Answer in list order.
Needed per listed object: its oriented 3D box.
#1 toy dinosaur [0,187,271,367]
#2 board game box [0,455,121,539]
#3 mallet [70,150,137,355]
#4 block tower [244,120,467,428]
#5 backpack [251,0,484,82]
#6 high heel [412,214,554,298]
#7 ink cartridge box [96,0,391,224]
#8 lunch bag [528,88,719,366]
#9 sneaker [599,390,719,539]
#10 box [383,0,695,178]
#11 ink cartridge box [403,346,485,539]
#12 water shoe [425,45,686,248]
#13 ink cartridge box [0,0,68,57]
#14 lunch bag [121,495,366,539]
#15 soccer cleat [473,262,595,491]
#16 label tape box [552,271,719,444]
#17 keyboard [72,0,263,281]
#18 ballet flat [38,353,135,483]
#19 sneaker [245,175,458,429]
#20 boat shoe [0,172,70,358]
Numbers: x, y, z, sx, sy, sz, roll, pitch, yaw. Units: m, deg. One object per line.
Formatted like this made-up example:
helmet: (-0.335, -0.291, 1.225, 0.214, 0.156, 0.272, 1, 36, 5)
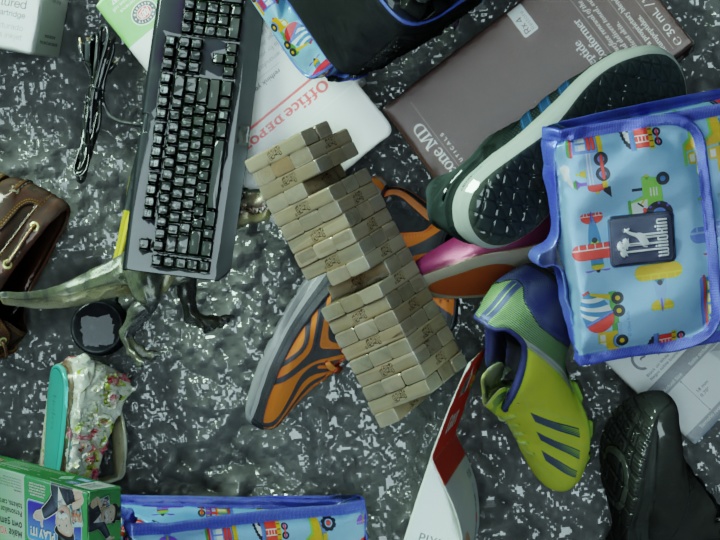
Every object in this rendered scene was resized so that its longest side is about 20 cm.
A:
toy dinosaur: (-0.142, 0.012, 1.261, 0.199, 0.047, 0.089, -25, 96, 0)
board game box: (-0.233, 0.205, 1.273, 0.029, 0.199, 0.136, -4, 96, -41)
mallet: (-0.168, -0.034, 1.320, 0.041, 0.066, 0.201, 14, 80, -3)
block tower: (0.000, 0.000, 1.222, 0.058, 0.054, 0.201, -24, 94, 35)
backpack: (0.022, -0.242, 1.232, 0.200, 0.134, 0.183, -34, 87, -39)
high heel: (0.120, -0.047, 1.255, 0.199, 0.068, 0.097, -16, 62, 4)
ink cartridge box: (-0.076, -0.143, 1.286, 0.117, 0.067, 0.200, -38, 90, 6)
lunch bag: (0.199, -0.031, 1.165, 0.199, 0.094, 0.152, -12, 101, -16)
sneaker: (0.216, 0.167, 1.275, 0.090, 0.076, 0.201, -8, 123, -7)
box: (0.124, -0.133, 1.269, 0.200, 0.075, 0.100, -38, 85, 7)
ink cartridge box: (0.067, 0.158, 1.252, 0.050, 0.162, 0.201, 21, 95, 7)
water shoe: (0.126, -0.090, 1.196, 0.200, 0.079, 0.072, -34, 115, -22)
ink cartridge box: (-0.273, -0.262, 1.281, 0.145, 0.084, 0.201, 10, 95, 3)
lunch bag: (-0.076, 0.239, 1.290, 0.199, 0.094, 0.152, 0, 96, -17)
soccer cleat: (0.113, 0.083, 1.251, 0.084, 0.065, 0.201, -35, 135, -26)
label tape box: (0.208, 0.001, 1.281, 0.200, 0.063, 0.144, 43, 95, -1)
keyboard: (-0.138, -0.099, 1.236, 0.126, 0.021, 0.201, 6, 85, 5)
ballet flat: (-0.203, 0.160, 1.319, 0.064, 0.076, 0.201, 7, 101, -31)
sneaker: (0.004, 0.043, 1.289, 0.112, 0.078, 0.201, 31, 95, 2)
boat shoe: (-0.272, 0.030, 1.308, 0.070, 0.070, 0.201, 23, 95, 6)
